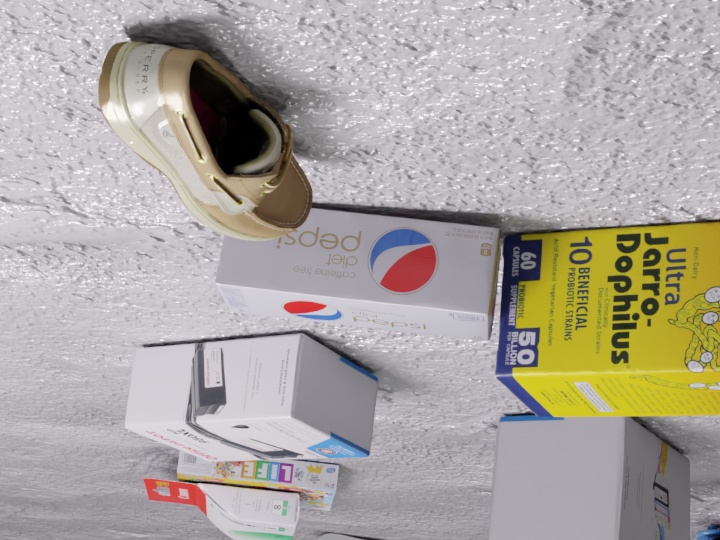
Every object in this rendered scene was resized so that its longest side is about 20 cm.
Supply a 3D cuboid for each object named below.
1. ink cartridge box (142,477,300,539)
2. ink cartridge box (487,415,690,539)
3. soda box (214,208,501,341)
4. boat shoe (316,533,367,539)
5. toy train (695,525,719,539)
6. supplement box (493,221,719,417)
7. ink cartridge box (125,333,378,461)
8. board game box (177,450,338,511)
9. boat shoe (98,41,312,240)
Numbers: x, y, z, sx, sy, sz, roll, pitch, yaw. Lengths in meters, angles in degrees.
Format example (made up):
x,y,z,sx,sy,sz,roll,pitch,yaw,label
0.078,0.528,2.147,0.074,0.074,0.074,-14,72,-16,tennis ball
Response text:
x,y,z,sx,sy,sz,roll,pitch,yaw,label
-0.180,0.312,1.947,0.198,0.051,0.161,5,160,-3,ink cartridge box
0.245,0.245,1.593,0.146,0.146,0.200,-6,157,31,ink cartridge box
0.000,0.000,1.094,0.198,0.069,0.064,6,161,7,soda box
0.019,0.453,2.356,0.198,0.071,0.064,17,159,-5,boat shoe
0.519,0.387,1.999,0.113,0.087,0.200,-14,153,30,toy train
0.208,0.038,1.088,0.198,0.110,0.109,-4,158,24,supplement box
-0.105,0.127,1.459,0.198,0.085,0.144,-6,157,32,ink cartridge box
-0.131,0.266,1.925,0.198,0.035,0.135,7,161,-2,board game box
-0.078,-0.072,0.920,0.066,0.075,0.200,1,160,30,boat shoe
